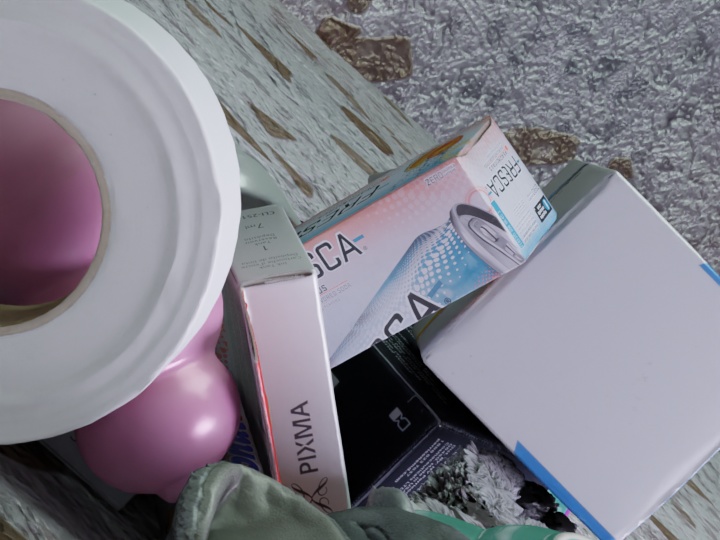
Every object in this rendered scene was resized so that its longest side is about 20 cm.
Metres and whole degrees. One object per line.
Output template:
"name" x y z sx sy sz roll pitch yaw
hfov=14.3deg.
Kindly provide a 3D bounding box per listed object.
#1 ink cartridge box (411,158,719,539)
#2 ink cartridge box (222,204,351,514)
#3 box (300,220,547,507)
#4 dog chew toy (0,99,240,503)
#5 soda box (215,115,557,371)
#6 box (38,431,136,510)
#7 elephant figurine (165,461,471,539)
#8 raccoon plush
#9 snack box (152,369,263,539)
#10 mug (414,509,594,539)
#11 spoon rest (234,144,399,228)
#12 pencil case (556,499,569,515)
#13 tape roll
"ink cartridge box" 0.128 0.041 1.575 0.147 0.145 0.200 45 2 -3
"ink cartridge box" -0.030 0.092 1.411 0.176 0.045 0.200 -116 -163 -64
"box" -0.012 0.076 1.684 0.197 0.117 0.200 49 10 26
"dog chew toy" -0.120 0.013 1.326 0.200 0.125 0.125 63 10 4
"soda box" 0.000 0.000 1.492 0.068 0.200 0.064 55 30 -9
"box" -0.160 0.036 1.461 0.144 0.036 0.200 43 7 -10
"elephant figurine" -0.041 0.149 1.180 0.200 0.142 0.155 10 -9 -27
"raccoon plush" 0.023 0.160 1.480 0.200 0.134 0.097 19 32 -49
"snack box" -0.071 0.115 1.370 0.024 0.072 0.200 17 17 -16
"mug" 0.076 0.183 1.318 0.185 0.114 0.152 31 18 -26
"spoon rest" -0.054 -0.034 1.562 0.200 0.061 0.099 4 -9 -39
"pencil case" 0.041 0.112 1.876 0.200 0.085 0.092 44 24 -7
"tape roll" -0.154 -0.029 1.232 0.202 0.202 0.071 45 9 -2
